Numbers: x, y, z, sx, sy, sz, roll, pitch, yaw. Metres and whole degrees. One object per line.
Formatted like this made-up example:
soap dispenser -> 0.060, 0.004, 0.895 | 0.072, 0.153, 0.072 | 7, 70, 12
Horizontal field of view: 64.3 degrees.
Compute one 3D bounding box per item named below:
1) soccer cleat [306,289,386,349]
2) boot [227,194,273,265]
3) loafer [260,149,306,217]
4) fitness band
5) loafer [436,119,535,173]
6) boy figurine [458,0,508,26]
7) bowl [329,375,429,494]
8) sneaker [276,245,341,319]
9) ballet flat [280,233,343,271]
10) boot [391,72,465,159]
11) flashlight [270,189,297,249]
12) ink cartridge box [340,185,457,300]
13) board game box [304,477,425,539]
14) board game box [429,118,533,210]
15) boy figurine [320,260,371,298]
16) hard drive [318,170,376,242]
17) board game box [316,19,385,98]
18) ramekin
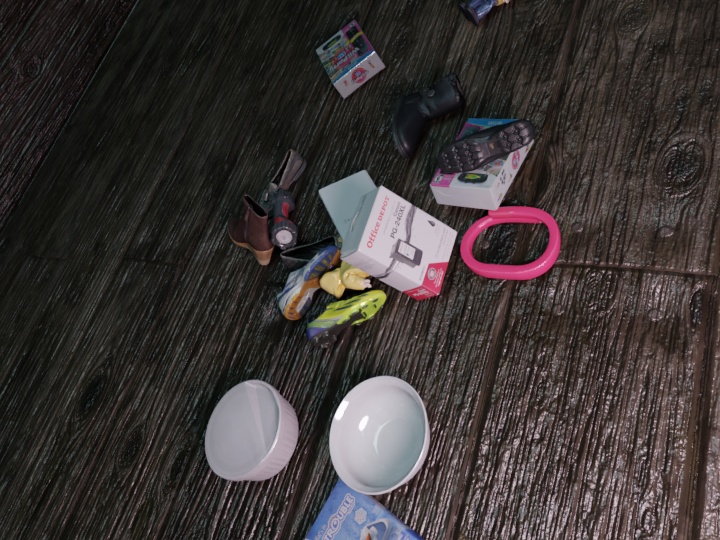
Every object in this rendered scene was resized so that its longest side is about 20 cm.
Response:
soccer cleat -> -0.036, 0.088, 1.232 | 0.199, 0.065, 0.085 | -34, 51, 14
boot -> -0.284, -0.128, 1.466 | 0.072, 0.168, 0.200 | -25, 50, -29
loafer -> -0.226, -0.240, 1.562 | 0.071, 0.063, 0.202 | 25, 79, 41
fitness band -> 0.290, -0.053, 1.117 | 0.197, 0.037, 0.146 | 4, 68, 37
loafer -> 0.249, -0.244, 1.136 | 0.198, 0.070, 0.069 | -17, 99, 27
boy figurine -> 0.351, -0.715, 1.454 | 0.199, 0.064, 0.125 | -40, 45, 12
bowl -> 0.048, 0.301, 1.029 | 0.198, 0.090, 0.204 | -16, 56, 25
sneaker -> -0.128, 0.013, 1.329 | 0.201, 0.075, 0.088 | -50, 44, 5
ballet flat -> -0.102, -0.045, 1.363 | 0.197, 0.057, 0.067 | -20, 54, 23
boot -> 0.164, -0.375, 1.366 | 0.166, 0.076, 0.203 | -16, 49, 30
flashlight -> -0.191, -0.135, 1.452 | 0.067, 0.068, 0.201 | -22, 34, 11
ink cartridge box -> 0.077, -0.052, 1.141 | 0.083, 0.198, 0.147 | -18, 48, 61
board game box -> -0.011, 0.497, 0.982 | 0.197, 0.043, 0.202 | 23, 78, 42
board game box -> 0.255, -0.227, 1.202 | 0.146, 0.065, 0.201 | 12, 59, 38
boy figurine -> 0.000, 0.000, 1.250 | 0.198, 0.064, 0.125 | -32, 36, 18
hard drive -> -0.009, -0.149, 1.358 | 0.130, 0.027, 0.201 | -24, 50, -5
board game box -> -0.031, -0.609, 1.643 | 0.146, 0.064, 0.202 | -34, 50, 13
ramekin -> -0.217, 0.337, 1.186 | 0.200, 0.094, 0.205 | -18, 54, 26
